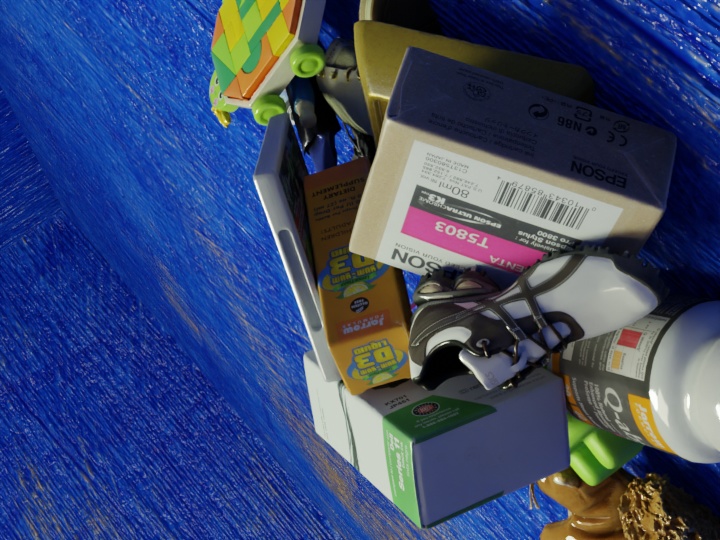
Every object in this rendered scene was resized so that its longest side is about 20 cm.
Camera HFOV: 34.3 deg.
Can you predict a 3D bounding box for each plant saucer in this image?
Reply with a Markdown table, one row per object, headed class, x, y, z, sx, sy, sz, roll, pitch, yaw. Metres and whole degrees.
| class | x | y | z | sx | sy | sz | roll | pitch | yaw |
| --- | --- | --- | --- | --- | --- | --- | --- | --- | --- |
| plant saucer | 0.085 | -0.091 | 0.928 | 0.198 | 0.049 | 0.201 | 18 | 148 | 24 |

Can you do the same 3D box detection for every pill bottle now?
| class | x | y | z | sx | sy | sz | roll | pitch | yaw |
| --- | --- | --- | --- | --- | --- | --- | --- | --- | --- |
| pill bottle | 0.235 | 0.076 | 0.866 | 0.117 | 0.116 | 0.199 | 58 | 163 | -17 |

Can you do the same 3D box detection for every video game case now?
| class | x | y | z | sx | sy | sz | roll | pitch | yaw |
| --- | --- | --- | --- | --- | --- | --- | --- | --- | --- |
| video game case | -0.048 | -0.026 | 1.004 | 0.200 | 0.023 | 0.184 | -90 | -17 | -70 |

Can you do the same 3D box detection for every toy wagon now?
| class | x | y | z | sx | sy | sz | roll | pitch | yaw |
| --- | --- | --- | --- | --- | --- | --- | --- | --- | --- |
| toy wagon | -0.098 | -0.213 | 1.104 | 0.200 | 0.039 | 0.157 | -46 | 49 | 38 |

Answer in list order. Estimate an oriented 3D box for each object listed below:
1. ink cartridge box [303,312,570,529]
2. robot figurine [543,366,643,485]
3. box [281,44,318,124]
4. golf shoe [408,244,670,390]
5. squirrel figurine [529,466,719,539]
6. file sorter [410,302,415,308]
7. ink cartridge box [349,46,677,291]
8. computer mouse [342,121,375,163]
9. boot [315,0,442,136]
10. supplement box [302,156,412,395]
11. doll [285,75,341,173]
| class | x | y | z | sx | sy | sz | roll | pitch | yaw |
| --- | --- | --- | --- | --- | --- | --- | --- | --- | --- |
| ink cartridge box | 0.058 | 0.114 | 0.972 | 0.199 | 0.145 | 0.084 | 29 | 133 | 58 |
| robot figurine | 0.175 | 0.087 | 1.037 | 0.201 | 0.115 | 0.176 | 52 | 155 | 18 |
| box | -0.089 | -0.220 | 1.281 | 0.120 | 0.041 | 0.200 | 57 | 165 | -14 |
| golf shoe | 0.120 | 0.044 | 0.817 | 0.198 | 0.095 | 0.078 | -13 | 135 | 37 |
| squirrel figurine | 0.255 | 0.226 | 1.106 | 0.199 | 0.141 | 0.188 | -4 | 121 | 52 |
| file sorter | 0.107 | 0.125 | 1.285 | 0.139 | 0.125 | 0.201 | 42 | 160 | 30 |
| ink cartridge box | 0.103 | -0.054 | 0.839 | 0.197 | 0.076 | 0.166 | 18 | 145 | 1 |
| computer mouse | 0.052 | -0.075 | 1.180 | 0.201 | 0.052 | 0.139 | 57 | 165 | 28 |
| boot | 0.013 | -0.183 | 1.035 | 0.154 | 0.072 | 0.201 | 39 | 158 | 46 |
| supplement box | 0.000 | 0.000 | 0.952 | 0.069 | 0.066 | 0.202 | 67 | -172 | -47 |
| doll | -0.044 | -0.139 | 1.132 | 0.136 | 0.048 | 0.203 | -26 | -78 | -81 |
